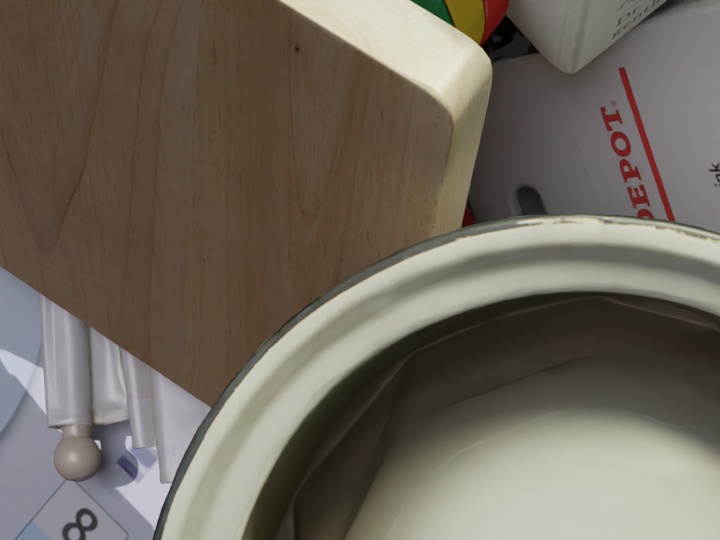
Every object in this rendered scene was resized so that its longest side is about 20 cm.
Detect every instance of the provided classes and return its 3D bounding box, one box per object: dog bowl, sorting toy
[{"bbox_3d":[0.053,0.088,0.648,0.199,0.074,0.201,0,89,7],"label":"dog bowl"},{"bbox_3d":[-0.050,-0.059,0.725,0.198,0.200,0.070,33,62,13],"label":"sorting toy"}]

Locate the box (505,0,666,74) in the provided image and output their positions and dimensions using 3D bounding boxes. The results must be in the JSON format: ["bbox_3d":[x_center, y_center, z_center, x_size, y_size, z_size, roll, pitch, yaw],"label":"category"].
[{"bbox_3d":[0.062,-0.195,0.686,0.199,0.131,0.200,-39,77,-11],"label":"box"}]

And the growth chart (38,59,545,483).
[{"bbox_3d":[0.000,0.000,0.811,0.199,0.018,0.146,4,76,3],"label":"growth chart"}]

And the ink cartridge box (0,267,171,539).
[{"bbox_3d":[-0.068,-0.008,0.845,0.160,0.047,0.200,43,97,18],"label":"ink cartridge box"}]

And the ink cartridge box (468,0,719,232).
[{"bbox_3d":[0.126,-0.026,0.730,0.199,0.068,0.117,-8,107,41],"label":"ink cartridge box"}]
